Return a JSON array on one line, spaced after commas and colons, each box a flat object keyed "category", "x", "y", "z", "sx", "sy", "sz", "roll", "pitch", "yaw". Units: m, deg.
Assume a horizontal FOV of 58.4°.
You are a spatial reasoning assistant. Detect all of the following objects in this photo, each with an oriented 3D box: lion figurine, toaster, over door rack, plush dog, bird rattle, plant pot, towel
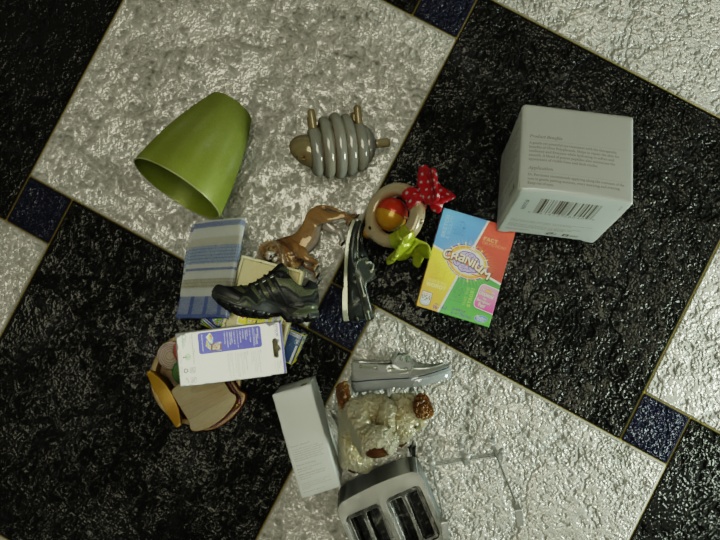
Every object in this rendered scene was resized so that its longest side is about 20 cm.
[{"category": "lion figurine", "x": -0.104, "y": -0.068, "z": 1.280, "sx": 0.122, "sy": 0.073, "sz": 0.200, "roll": 36, "pitch": 75, "yaw": 15}, {"category": "toaster", "x": 0.061, "y": 0.463, "z": 1.223, "sx": 0.179, "sy": 0.119, "sz": 0.202, "roll": -23, "pitch": 87, "yaw": 0}, {"category": "over door rack", "x": 0.204, "y": 0.382, "z": 1.186, "sx": 0.146, "sy": 0.201, "sz": 0.067, "roll": -10, "pitch": 118, "yaw": 2}, {"category": "plush dog", "x": 0.047, "y": 0.279, "z": 1.210, "sx": 0.170, "sy": 0.200, "sz": 0.162, "roll": -4, "pitch": 62, "yaw": -21}, {"category": "bird rattle", "x": 0.079, "y": -0.111, "z": 1.245, "sx": 0.162, "sy": 0.112, "sz": 0.202, "roll": 17, "pitch": 96, "yaw": 33}, {"category": "plant pot", "x": -0.299, "y": -0.235, "z": 1.244, "sx": 0.186, "sy": 0.187, "sz": 0.201, "roll": 29, "pitch": 74, "yaw": 2}, {"category": "towel", "x": -0.289, "y": -0.004, "z": 1.246, "sx": 0.146, "sy": 0.024, "sz": 0.202, "roll": -4, "pitch": 72, "yaw": 33}]

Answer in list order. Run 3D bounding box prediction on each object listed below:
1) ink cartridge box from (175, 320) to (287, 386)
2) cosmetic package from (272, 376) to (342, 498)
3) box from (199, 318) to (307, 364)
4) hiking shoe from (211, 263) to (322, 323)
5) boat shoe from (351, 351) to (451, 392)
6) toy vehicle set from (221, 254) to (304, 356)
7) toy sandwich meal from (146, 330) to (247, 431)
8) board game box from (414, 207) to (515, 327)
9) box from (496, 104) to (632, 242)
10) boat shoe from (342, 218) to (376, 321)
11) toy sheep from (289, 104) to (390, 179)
[{"category": "ink cartridge box", "x": -0.234, "y": 0.152, "z": 1.181, "sx": 0.197, "sy": 0.039, "sz": 0.101, "roll": -6, "pitch": 85, "yaw": 1}, {"category": "cosmetic package", "x": -0.099, "y": 0.314, "z": 1.237, "sx": 0.080, "sy": 0.113, "sz": 0.202, "roll": -18, "pitch": 86, "yaw": 0}, {"category": "box", "x": -0.207, "y": 0.115, "z": 1.267, "sx": 0.198, "sy": 0.070, "sz": 0.065, "roll": 23, "pitch": 88, "yaw": 2}, {"category": "hiking shoe", "x": -0.169, "y": 0.036, "z": 1.178, "sx": 0.198, "sy": 0.076, "sz": 0.102, "roll": 10, "pitch": 73, "yaw": -13}, {"category": "boat shoe", "x": 0.076, "y": 0.192, "z": 1.254, "sx": 0.198, "sy": 0.074, "sz": 0.068, "roll": -9, "pitch": 88, "yaw": 1}, {"category": "toy vehicle set", "x": -0.191, "y": 0.083, "z": 1.220, "sx": 0.123, "sy": 0.027, "sz": 0.202, "roll": 15, "pitch": 85, "yaw": 1}, {"category": "toy sandwich meal", "x": -0.325, "y": 0.220, "z": 1.265, "sx": 0.202, "sy": 0.070, "sz": 0.208, "roll": 0, "pitch": 88, "yaw": 1}, {"category": "board game box", "x": 0.206, "y": -0.006, "z": 1.276, "sx": 0.151, "sy": 0.040, "sz": 0.202, "roll": 16, "pitch": 88, "yaw": 2}, {"category": "box", "x": 0.367, "y": -0.172, "z": 1.183, "sx": 0.197, "sy": 0.200, "sz": 0.173, "roll": 7, "pitch": 73, "yaw": 2}, {"category": "boat shoe", "x": 0.000, "y": 0.000, "z": 1.265, "sx": 0.067, "sy": 0.072, "sz": 0.203, "roll": 2, "pitch": 96, "yaw": 8}, {"category": "toy sheep", "x": -0.039, "y": -0.245, "z": 1.250, "sx": 0.198, "sy": 0.138, "sz": 0.140, "roll": -7, "pitch": 88, "yaw": -5}]
